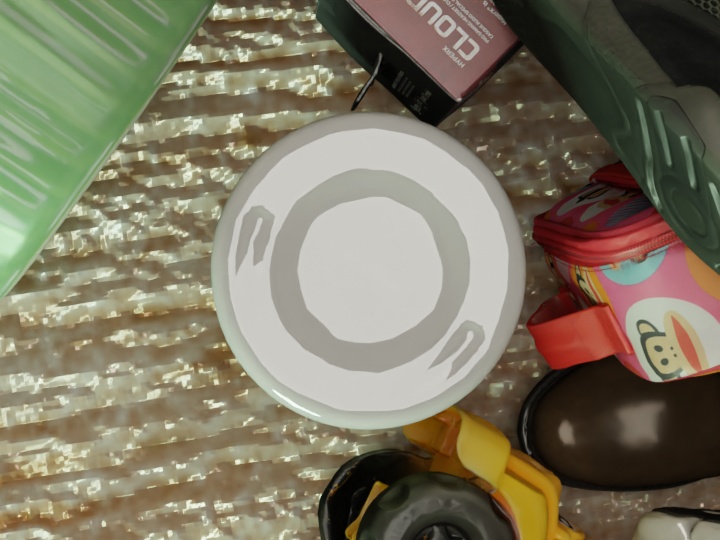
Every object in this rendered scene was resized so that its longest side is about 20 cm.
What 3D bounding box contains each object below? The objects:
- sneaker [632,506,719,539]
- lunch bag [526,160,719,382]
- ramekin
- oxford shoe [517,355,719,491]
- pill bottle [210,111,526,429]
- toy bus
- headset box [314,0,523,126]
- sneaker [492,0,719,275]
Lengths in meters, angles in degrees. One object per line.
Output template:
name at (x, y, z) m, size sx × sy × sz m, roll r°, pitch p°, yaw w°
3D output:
sneaker at (0.190, 0.139, 0.852) m, size 0.200 × 0.081 × 0.084 m, roll 6°, pitch 90°, yaw 38°
lunch bag at (0.143, -0.015, 0.904) m, size 0.176 × 0.200 × 0.082 m, roll -28°, pitch 95°, yaw -3°
ramekin at (-0.132, -0.084, 0.899) m, size 0.098 × 0.200 × 0.200 m, roll 35°, pitch 89°, yaw -9°
oxford shoe at (0.164, 0.051, 0.962) m, size 0.200 × 0.084 × 0.073 m, roll -11°, pitch 92°, yaw -1°
pill bottle at (0.000, 0.000, 0.897) m, size 0.111 × 0.200 × 0.111 m, roll 0°, pitch 90°, yaw -2°
toy bus at (0.057, 0.173, 0.936) m, size 0.192 × 0.136 × 0.200 m, roll 25°, pitch 87°, yaw -7°
headset box at (0.062, -0.141, 0.926) m, size 0.077 × 0.149 × 0.200 m, roll 43°, pitch 88°, yaw -1°
sneaker at (0.131, -0.076, 0.788) m, size 0.114 × 0.076 × 0.200 m, roll -27°, pitch 54°, yaw -7°
